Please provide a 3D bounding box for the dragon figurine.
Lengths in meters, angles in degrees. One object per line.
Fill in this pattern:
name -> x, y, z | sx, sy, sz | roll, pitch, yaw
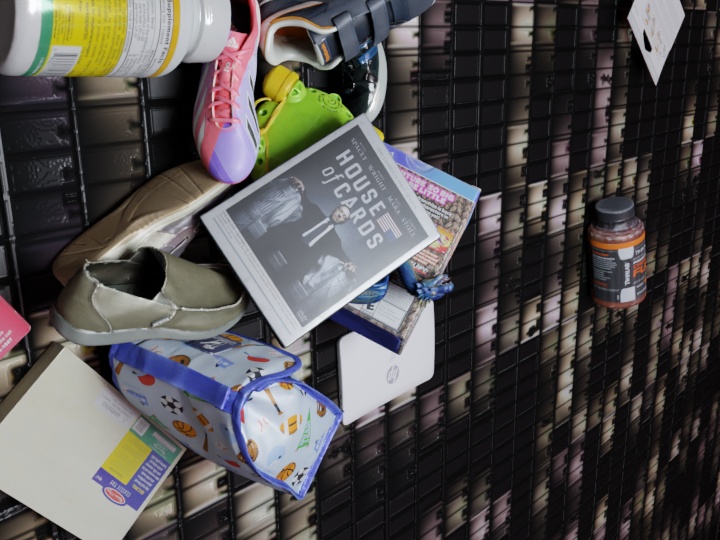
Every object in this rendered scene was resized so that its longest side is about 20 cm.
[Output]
dragon figurine -> 0.000, 0.000, 0.821 | 0.059, 0.197, 0.101 | 89, -5, -73

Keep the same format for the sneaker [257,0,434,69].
sneaker -> -0.013, -0.257, 0.800 | 0.079, 0.198, 0.080 | 65, 16, -60

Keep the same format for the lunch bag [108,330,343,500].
lunch bag -> -0.132, 0.126, 0.765 | 0.125, 0.169, 0.200 | -65, 151, -15

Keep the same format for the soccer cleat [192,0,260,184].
soccer cleat -> -0.127, -0.186, 0.744 | 0.066, 0.077, 0.202 | 4, 75, -8

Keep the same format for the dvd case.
dvd case -> -0.036, -0.042, 0.763 | 0.199, 0.025, 0.151 | -35, 95, -15

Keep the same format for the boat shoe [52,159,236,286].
boat shoe -> -0.201, -0.037, 0.751 | 0.200, 0.072, 0.065 | -41, 138, -24

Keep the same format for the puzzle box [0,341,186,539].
puzzle box -> -0.274, 0.181, 0.761 | 0.134, 0.025, 0.201 | -55, 134, -23

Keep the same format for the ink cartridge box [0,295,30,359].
ink cartridge box -> -0.374, 0.022, 0.565 | 0.145, 0.084, 0.201 | -51, 134, -25

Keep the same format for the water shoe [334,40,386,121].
water shoe -> -0.019, -0.269, 0.889 | 0.078, 0.071, 0.203 | -2, 92, -44

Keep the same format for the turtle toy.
turtle toy -> -0.076, -0.111, 0.831 | 0.145, 0.101, 0.201 | 33, 73, -4

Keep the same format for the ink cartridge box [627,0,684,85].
ink cartridge box -> 0.545, -0.481, 1.456 | 0.200, 0.043, 0.175 | 40, 72, -46

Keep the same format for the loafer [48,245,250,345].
loafer -> -0.176, 0.019, 0.699 | 0.199, 0.075, 0.070 | -10, 137, -49

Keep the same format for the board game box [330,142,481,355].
board game box -> 0.025, -0.031, 0.912 | 0.201, 0.158, 0.097 | -60, 172, -15

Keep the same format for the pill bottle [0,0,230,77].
pill bottle -> -0.213, -0.222, 0.652 | 0.199, 0.112, 0.114 | -13, 110, -44

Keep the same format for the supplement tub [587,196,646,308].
supplement tub -> 0.489, -0.035, 1.472 | 0.107, 0.106, 0.202 | -35, 124, -36

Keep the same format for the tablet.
tablet -> 0.041, 0.127, 1.099 | 0.199, 0.014, 0.132 | -19, 115, -43
